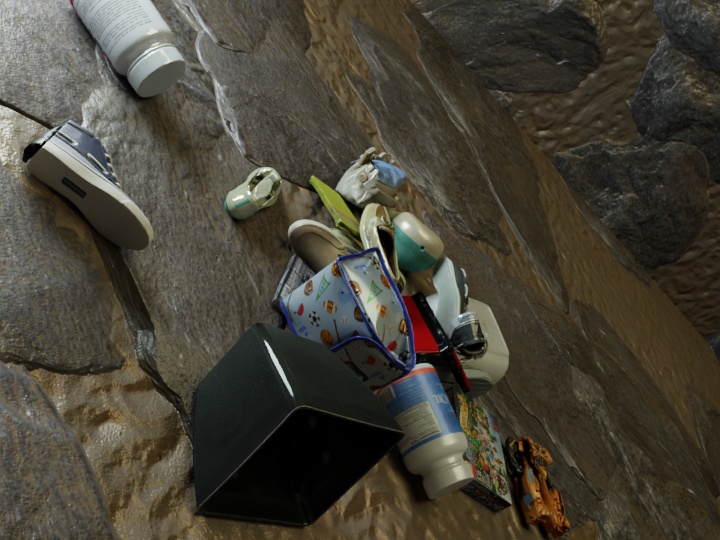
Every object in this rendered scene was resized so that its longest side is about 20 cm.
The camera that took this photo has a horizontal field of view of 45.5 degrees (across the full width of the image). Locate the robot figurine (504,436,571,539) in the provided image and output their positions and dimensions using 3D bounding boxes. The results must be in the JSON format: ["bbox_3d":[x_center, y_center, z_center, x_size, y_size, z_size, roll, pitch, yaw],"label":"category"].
[{"bbox_3d":[0.347,0.416,1.690,0.145,0.058,0.201,35,32,-35],"label":"robot figurine"}]

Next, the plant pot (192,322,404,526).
[{"bbox_3d":[-0.099,0.187,1.103,0.199,0.200,0.178,25,27,-44],"label":"plant pot"}]

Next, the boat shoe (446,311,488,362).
[{"bbox_3d":[0.203,0.132,1.588,0.200,0.073,0.069,84,-11,-72],"label":"boat shoe"}]

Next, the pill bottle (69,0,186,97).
[{"bbox_3d":[-0.379,-0.394,1.408,0.201,0.113,0.113,55,26,5],"label":"pill bottle"}]

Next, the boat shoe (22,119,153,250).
[{"bbox_3d":[-0.351,-0.121,1.168,0.200,0.074,0.093,44,35,-18],"label":"boat shoe"}]

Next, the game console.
[{"bbox_3d":[0.099,0.134,1.579,0.173,0.118,0.200,63,1,-31],"label":"game console"}]

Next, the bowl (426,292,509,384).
[{"bbox_3d":[0.238,0.136,1.833,0.199,0.074,0.202,21,43,-47],"label":"bowl"}]

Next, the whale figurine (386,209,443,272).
[{"bbox_3d":[0.097,-0.064,1.843,0.159,0.104,0.200,38,6,-22],"label":"whale figurine"}]

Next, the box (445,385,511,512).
[{"bbox_3d":[0.212,0.330,1.595,0.136,0.038,0.201,38,30,-29],"label":"box"}]

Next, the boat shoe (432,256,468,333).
[{"bbox_3d":[0.192,0.059,1.745,0.060,0.076,0.202,25,45,-27],"label":"boat shoe"}]

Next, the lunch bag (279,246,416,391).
[{"bbox_3d":[-0.014,0.094,1.340,0.123,0.170,0.202,-18,79,-46],"label":"lunch bag"}]

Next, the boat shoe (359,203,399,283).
[{"bbox_3d":[0.043,-0.045,1.580,0.073,0.062,0.202,30,44,-39],"label":"boat shoe"}]

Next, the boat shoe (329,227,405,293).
[{"bbox_3d":[0.000,-0.001,1.617,0.200,0.072,0.066,35,37,-23],"label":"boat shoe"}]

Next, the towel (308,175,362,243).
[{"bbox_3d":[-0.043,-0.117,1.671,0.086,0.018,0.200,35,14,-34],"label":"towel"}]

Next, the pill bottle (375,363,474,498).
[{"bbox_3d":[0.110,0.267,1.422,0.112,0.112,0.202,10,50,-54],"label":"pill bottle"}]

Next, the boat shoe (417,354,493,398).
[{"bbox_3d":[0.187,0.201,1.675,0.199,0.072,0.062,21,33,-45],"label":"boat shoe"}]

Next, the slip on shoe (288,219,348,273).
[{"bbox_3d":[-0.052,-0.008,1.531,0.200,0.076,0.061,50,15,-25],"label":"slip on shoe"}]

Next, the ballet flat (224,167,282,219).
[{"bbox_3d":[-0.171,-0.143,1.504,0.070,0.069,0.200,48,26,-10],"label":"ballet flat"}]

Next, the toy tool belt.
[{"bbox_3d":[0.043,-0.197,1.820,0.124,0.124,0.199,34,19,26],"label":"toy tool belt"}]

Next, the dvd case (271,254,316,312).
[{"bbox_3d":[-0.062,0.079,1.471,0.200,0.016,0.149,45,27,-16],"label":"dvd case"}]
